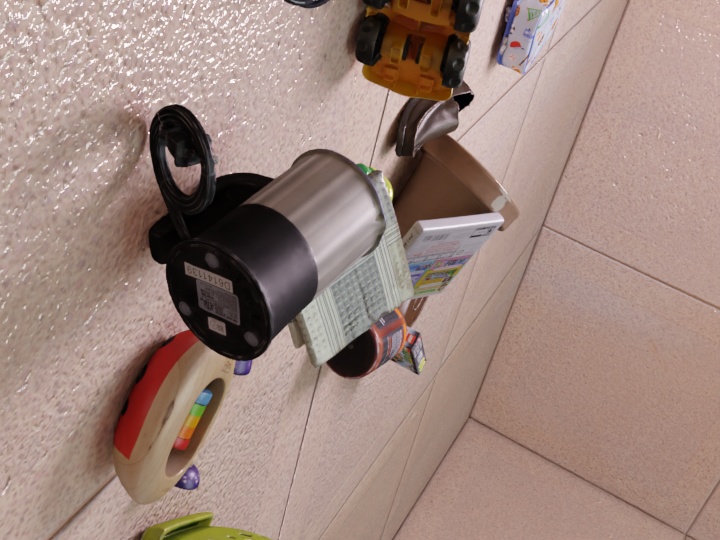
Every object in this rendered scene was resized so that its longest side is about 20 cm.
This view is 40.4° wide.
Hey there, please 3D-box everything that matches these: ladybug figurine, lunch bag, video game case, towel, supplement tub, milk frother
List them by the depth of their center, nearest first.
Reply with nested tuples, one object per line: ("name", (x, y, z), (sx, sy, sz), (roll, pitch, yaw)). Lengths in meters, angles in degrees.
("milk frother", (-0.087, -0.064, 0.864), (0.188, 0.179, 0.202), (-43, 161, -44))
("ladybug figurine", (-0.198, 0.142, 1.022), (0.202, 0.071, 0.136), (-63, 166, -5))
("towel", (-0.023, -0.002, 1.247), (0.191, 0.034, 0.203), (-35, 125, -28))
("video game case", (0.105, -0.016, 1.490), (0.198, 0.022, 0.183), (-9, 147, -46))
("supplement tub", (0.015, 0.108, 1.626), (0.108, 0.106, 0.200), (-68, 164, 15))
("lunch bag", (0.315, -0.458, 1.797), (0.201, 0.075, 0.162), (-52, 163, -41))

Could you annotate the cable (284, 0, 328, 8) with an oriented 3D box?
("cable", (-0.030, -0.325, 0.881), (0.200, 0.050, 0.165), (-42, 153, -54))

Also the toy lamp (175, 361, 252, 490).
("toy lamp", (-0.176, 0.158, 1.154), (0.203, 0.058, 0.058), (-67, 165, 10))

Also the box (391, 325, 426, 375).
("box", (0.065, 0.134, 1.828), (0.035, 0.109, 0.200), (-59, 164, -13))

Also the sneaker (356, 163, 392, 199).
("sneaker", (-0.041, -0.056, 1.275), (0.201, 0.074, 0.084), (-55, 130, -9))

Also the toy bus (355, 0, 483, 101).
("toy bus", (0.081, -0.332, 1.139), (0.201, 0.133, 0.194), (100, 6, -52))

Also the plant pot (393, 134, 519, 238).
("plant pot", (0.133, -0.100, 1.598), (0.175, 0.200, 0.200), (-45, 165, 3))

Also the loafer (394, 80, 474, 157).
("loafer", (0.116, -0.236, 1.477), (0.201, 0.071, 0.074), (-54, 162, -35))

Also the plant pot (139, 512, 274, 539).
("plant pot", (-0.204, 0.424, 1.246), (0.202, 0.179, 0.200), (-64, 165, 0))

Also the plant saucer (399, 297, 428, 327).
("plant saucer", (0.109, 0.051, 2.001), (0.201, 0.032, 0.201), (-55, 162, -27))
